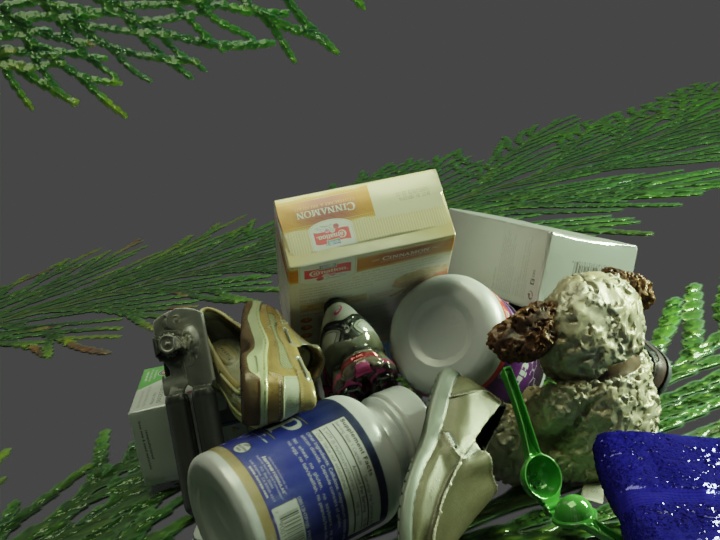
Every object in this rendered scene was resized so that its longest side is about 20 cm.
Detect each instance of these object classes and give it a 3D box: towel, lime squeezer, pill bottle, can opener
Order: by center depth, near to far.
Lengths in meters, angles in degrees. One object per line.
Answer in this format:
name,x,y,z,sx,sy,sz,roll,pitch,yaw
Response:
towel,0.247,0.166,0.798,0.146,0.050,0.200,10,15,-1
lime squeezer,0.165,0.170,0.907,0.037,0.071,0.200,1,39,-39
pill bottle,-0.034,0.175,0.965,0.199,0.121,0.119,-21,15,-30
pill bottle,0.113,0.079,1.101,0.111,0.114,0.200,-7,-17,24
can opener,-0.161,0.135,1.122,0.053,0.202,0.067,-12,-10,3

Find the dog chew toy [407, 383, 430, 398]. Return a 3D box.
dog chew toy,0.100,0.072,1.273,0.123,0.126,0.200,-7,23,22

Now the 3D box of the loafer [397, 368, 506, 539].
loafer,0.073,0.164,0.900,0.069,0.076,0.201,11,52,10

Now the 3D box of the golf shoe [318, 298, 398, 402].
golf shoe,-0.002,0.101,1.092,0.072,0.093,0.201,-18,-31,-10

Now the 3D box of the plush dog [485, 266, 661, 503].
plush dog,0.199,0.086,0.988,0.199,0.174,0.160,-21,16,-33

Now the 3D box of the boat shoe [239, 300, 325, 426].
boat shoe,-0.069,0.082,1.013,0.075,0.072,0.200,-2,22,-6

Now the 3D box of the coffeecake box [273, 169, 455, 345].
coffeecake box,0.000,0.000,1.086,0.152,0.074,0.201,-11,-27,-8

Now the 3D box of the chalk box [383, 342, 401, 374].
chalk box,0.017,0.054,1.398,0.123,0.126,0.200,-7,16,22

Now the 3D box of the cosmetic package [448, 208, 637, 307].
cosmetic package,0.174,-0.008,1.166,0.112,0.082,0.200,8,7,-28

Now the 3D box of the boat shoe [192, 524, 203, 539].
boat shoe,-0.095,0.189,1.062,0.073,0.067,0.200,-5,20,32

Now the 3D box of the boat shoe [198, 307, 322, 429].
boat shoe,-0.105,0.095,1.115,0.073,0.064,0.200,-24,30,-23

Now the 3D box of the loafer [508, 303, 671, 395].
loafer,0.221,0.078,1.158,0.063,0.072,0.199,29,-3,-37

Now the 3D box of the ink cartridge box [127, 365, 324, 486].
ink cartridge box,-0.136,0.145,1.226,0.198,0.088,0.145,-11,14,0
